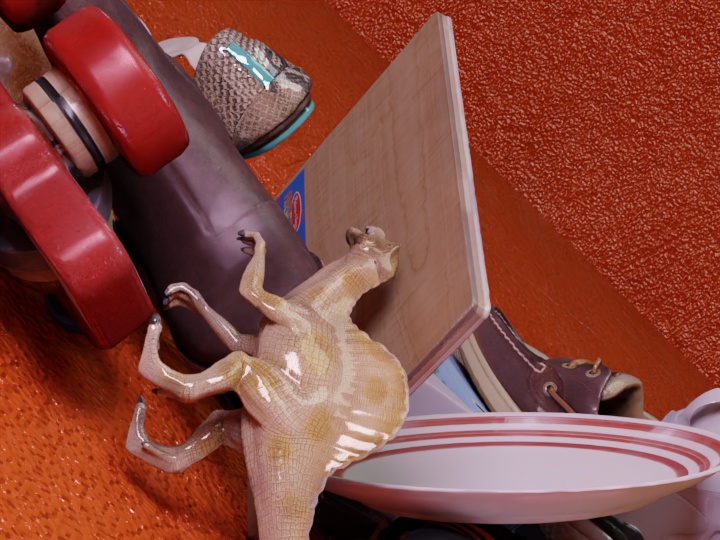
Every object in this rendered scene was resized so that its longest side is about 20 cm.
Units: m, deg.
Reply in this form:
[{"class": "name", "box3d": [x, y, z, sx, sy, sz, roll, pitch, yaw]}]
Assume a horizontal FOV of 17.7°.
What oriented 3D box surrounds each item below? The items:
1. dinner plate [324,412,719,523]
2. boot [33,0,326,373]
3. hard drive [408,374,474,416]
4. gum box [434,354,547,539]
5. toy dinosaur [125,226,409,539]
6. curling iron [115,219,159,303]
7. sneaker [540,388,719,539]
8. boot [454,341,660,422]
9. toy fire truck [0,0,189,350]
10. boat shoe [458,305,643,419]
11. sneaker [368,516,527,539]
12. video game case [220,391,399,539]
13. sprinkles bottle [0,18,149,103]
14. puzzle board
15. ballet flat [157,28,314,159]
[{"class": "dinner plate", "box3d": [0.064, 0.086, 0.999, 0.200, 0.199, 0.024, -42, 130, -81]}, {"class": "boot", "box3d": [-0.090, -0.050, 0.963, 0.167, 0.072, 0.200, 56, 0, -31]}, {"class": "hard drive", "box3d": [-0.024, 0.021, 1.213, 0.132, 0.025, 0.200, 36, 4, -33]}, {"class": "gum box", "box3d": [0.090, 0.134, 1.245, 0.170, 0.045, 0.200, 47, 6, -33]}, {"class": "toy dinosaur", "box3d": [-0.033, 0.052, 0.857, 0.101, 0.200, 0.058, 12, -29, 0]}, {"class": "curling iron", "box3d": [-0.088, 0.004, 1.047, 0.200, 0.026, 0.050, 37, 8, -7]}, {"class": "sneaker", "box3d": [0.180, 0.140, 1.120, 0.200, 0.115, 0.075, 45, 2, -37]}, {"class": "boot", "box3d": [0.089, 0.074, 1.395, 0.200, 0.072, 0.155, 28, -5, 47]}, {"class": "toy fire truck", "box3d": [-0.141, -0.048, 0.907, 0.200, 0.112, 0.168, 50, -9, 22]}, {"class": "boat shoe", "box3d": [0.122, 0.082, 1.235, 0.072, 0.072, 0.200, 43, 9, -49]}, {"class": "sneaker", "box3d": [0.029, 0.137, 0.980, 0.090, 0.070, 0.200, 25, 3, 28]}, {"class": "video game case", "box3d": [-0.029, 0.070, 1.126, 0.143, 0.019, 0.200, 35, 13, -49]}, {"class": "sprinkles bottle", "box3d": [-0.156, -0.105, 1.171, 0.068, 0.068, 0.200, 45, 9, 1]}, {"class": "puzzle board", "box3d": [0.000, 0.000, 0.973, 0.017, 0.151, 0.200, 28, 33, -23]}, {"class": "ballet flat", "box3d": [-0.085, -0.077, 1.130, 0.075, 0.068, 0.200, 46, -24, -8]}]
